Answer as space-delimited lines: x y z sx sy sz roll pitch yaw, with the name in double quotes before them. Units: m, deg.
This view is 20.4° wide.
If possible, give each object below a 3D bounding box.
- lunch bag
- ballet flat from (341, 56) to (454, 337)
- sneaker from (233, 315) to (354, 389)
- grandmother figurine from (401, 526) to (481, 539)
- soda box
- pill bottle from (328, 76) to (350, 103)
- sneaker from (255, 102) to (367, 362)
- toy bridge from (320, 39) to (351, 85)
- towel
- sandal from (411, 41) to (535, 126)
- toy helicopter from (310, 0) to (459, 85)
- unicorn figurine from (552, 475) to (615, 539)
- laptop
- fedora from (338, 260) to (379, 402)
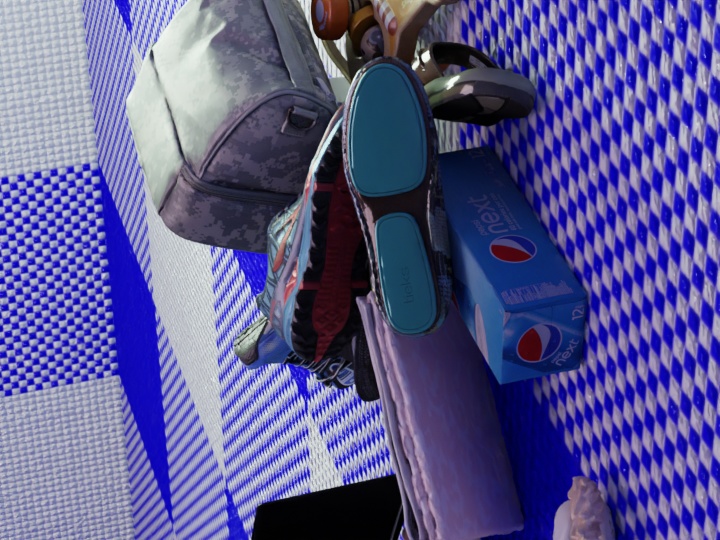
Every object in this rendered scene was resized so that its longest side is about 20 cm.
"lunch bag" -0.092 -0.134 1.627 0.168 0.139 0.200 -61 33 36
"ballet flat" 0.029 -0.054 1.429 0.074 0.074 0.201 -154 59 -73
"sneaker" -0.031 0.063 1.818 0.078 0.200 0.089 -34 77 40
"grandmother figurine" 0.070 0.231 1.635 0.200 0.060 0.122 146 149 -85
"soda box" 0.096 -0.008 1.449 0.200 0.064 0.068 -116 21 -50
"pill bottle" -0.017 -0.059 1.747 0.120 0.119 0.201 127 131 -71
"sneaker" -0.036 -0.039 1.496 0.095 0.079 0.201 31 109 48
"toy bridge" -0.002 -0.211 1.686 0.027 0.067 0.201 177 84 -76
"towel" 0.063 0.109 1.530 0.191 0.032 0.201 5 -110 -66
"sandal" 0.074 -0.138 1.450 0.201 0.079 0.058 -178 94 -68
"toy helicopter" 0.033 -0.189 1.557 0.200 0.079 0.133 142 123 -62
"unicorn figurine" 0.149 0.223 1.417 0.138 0.074 0.200 -102 25 -47
"laptop" -0.009 0.175 1.713 0.188 0.115 0.201 103 -173 -58
"fedora" 0.000 0.000 1.603 0.201 0.091 0.201 15 -90 -72
